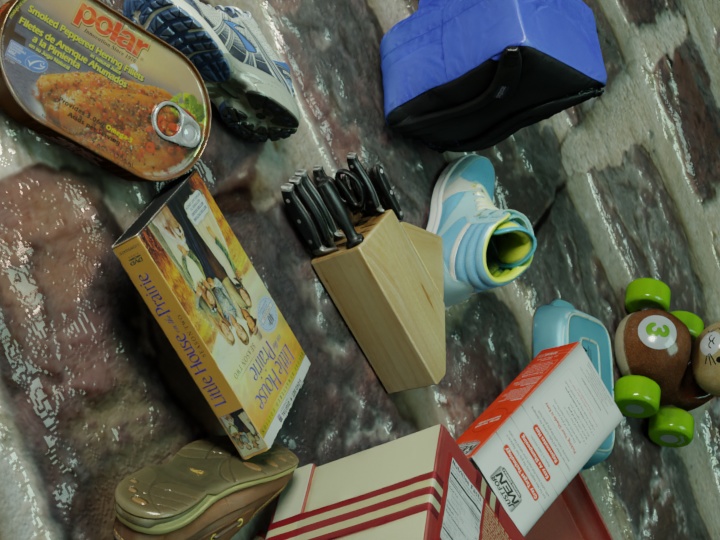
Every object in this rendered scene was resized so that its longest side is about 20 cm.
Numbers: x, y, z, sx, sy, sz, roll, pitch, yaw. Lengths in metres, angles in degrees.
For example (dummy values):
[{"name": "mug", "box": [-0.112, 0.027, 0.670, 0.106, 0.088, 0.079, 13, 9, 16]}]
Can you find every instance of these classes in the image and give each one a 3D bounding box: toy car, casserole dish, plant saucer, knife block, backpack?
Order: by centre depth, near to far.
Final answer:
[{"name": "knife block", "box": [0.000, 0.000, 1.230, 0.175, 0.064, 0.202, 17, 67, -44]}, {"name": "backpack", "box": [0.121, -0.215, 1.333, 0.162, 0.199, 0.169, 20, 54, -41]}, {"name": "plant saucer", "box": [0.205, 0.328, 1.381, 0.200, 0.036, 0.201, -43, 111, -46]}, {"name": "casserole dish", "box": [0.242, 0.127, 1.484, 0.121, 0.039, 0.202, 20, 63, -44]}, {"name": "toy car", "box": [0.414, 0.096, 1.563, 0.158, 0.199, 0.166, 38, 52, -35]}]

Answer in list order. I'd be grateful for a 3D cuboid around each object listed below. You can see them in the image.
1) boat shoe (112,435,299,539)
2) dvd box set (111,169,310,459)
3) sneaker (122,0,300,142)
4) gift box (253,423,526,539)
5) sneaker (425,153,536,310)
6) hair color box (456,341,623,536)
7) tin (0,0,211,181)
[{"name": "boat shoe", "box": [-0.122, 0.181, 1.043, 0.200, 0.072, 0.068, -16, 124, -57]}, {"name": "dvd box set", "box": [-0.115, 0.032, 1.080, 0.201, 0.029, 0.147, 61, 22, -15]}, {"name": "sneaker", "box": [-0.128, -0.193, 1.150, 0.200, 0.077, 0.086, 40, 41, -43]}, {"name": "gift box", "box": [0.012, 0.258, 1.066, 0.185, 0.186, 0.201, 56, 29, -22]}, {"name": "sneaker", "box": [0.131, -0.049, 1.342, 0.079, 0.130, 0.201, 42, 50, -30]}, {"name": "hair color box", "box": [0.174, 0.171, 1.347, 0.200, 0.061, 0.102, -39, 103, -37]}, {"name": "tin", "box": [-0.204, -0.145, 1.050, 0.199, 0.042, 0.113, 30, 73, -39]}]
